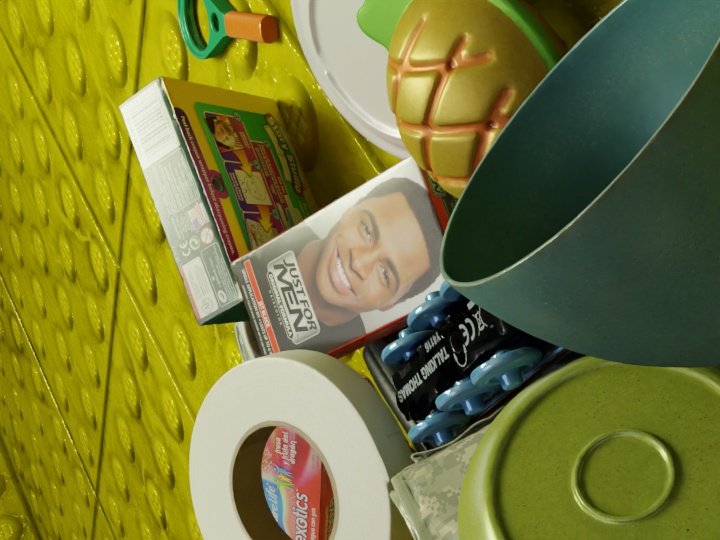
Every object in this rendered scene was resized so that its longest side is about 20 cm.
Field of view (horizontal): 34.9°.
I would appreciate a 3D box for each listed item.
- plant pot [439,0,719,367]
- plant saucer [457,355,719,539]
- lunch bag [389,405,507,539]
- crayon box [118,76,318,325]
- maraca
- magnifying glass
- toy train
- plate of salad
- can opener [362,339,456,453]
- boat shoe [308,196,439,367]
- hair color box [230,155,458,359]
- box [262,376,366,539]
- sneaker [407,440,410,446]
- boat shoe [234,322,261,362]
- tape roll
[{"bbox_3d":[0.152,-0.032,0.556,0.134,0.202,0.200,39,155,-13],"label":"plant pot"},{"bbox_3d":[0.143,0.116,0.611,0.200,0.199,0.031,43,166,44],"label":"plant saucer"},{"bbox_3d":[0.125,0.169,0.681,0.202,0.162,0.118,62,179,21],"label":"lunch bag"},{"bbox_3d":[-0.105,-0.058,0.998,0.058,0.172,0.203,-27,77,26],"label":"crayon box"},{"bbox_3d":[0.064,-0.125,0.706,0.202,0.106,0.137,57,143,4],"label":"maraca"},{"bbox_3d":[-0.133,-0.242,1.116,0.199,0.022,0.081,27,127,57],"label":"magnifying glass"},{"bbox_3d":[0.091,0.049,0.754,0.200,0.112,0.088,-54,51,56],"label":"toy train"},{"bbox_3d":[0.028,-0.168,0.817,0.198,0.048,0.202,31,142,27],"label":"plate of salad"},{"bbox_3d":[0.045,0.115,0.933,0.064,0.077,0.202,102,152,-44],"label":"can opener"},{"bbox_3d":[0.019,0.025,0.923,0.202,0.067,0.072,60,149,25],"label":"boat shoe"},{"bbox_3d":[0.000,0.000,0.849,0.199,0.061,0.103,-29,78,36],"label":"hair color box"},{"bbox_3d":[-0.057,0.194,1.085,0.093,0.103,0.203,16,125,20],"label":"box"},{"bbox_3d":[0.064,0.219,0.931,0.129,0.078,0.203,-17,89,60],"label":"sneaker"},{"bbox_3d":[-0.092,0.070,1.148,0.064,0.074,0.205,15,124,53],"label":"boat shoe"},{"bbox_3d":[-0.046,0.161,0.845,0.200,0.037,0.207,6,99,38],"label":"tape roll"}]
